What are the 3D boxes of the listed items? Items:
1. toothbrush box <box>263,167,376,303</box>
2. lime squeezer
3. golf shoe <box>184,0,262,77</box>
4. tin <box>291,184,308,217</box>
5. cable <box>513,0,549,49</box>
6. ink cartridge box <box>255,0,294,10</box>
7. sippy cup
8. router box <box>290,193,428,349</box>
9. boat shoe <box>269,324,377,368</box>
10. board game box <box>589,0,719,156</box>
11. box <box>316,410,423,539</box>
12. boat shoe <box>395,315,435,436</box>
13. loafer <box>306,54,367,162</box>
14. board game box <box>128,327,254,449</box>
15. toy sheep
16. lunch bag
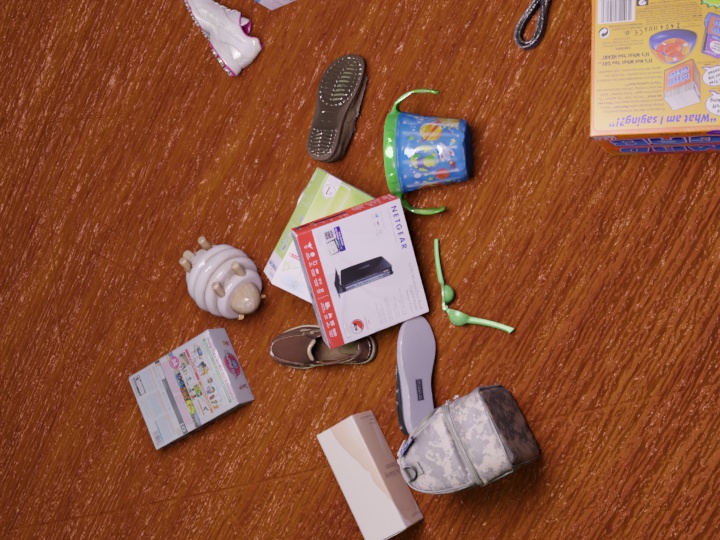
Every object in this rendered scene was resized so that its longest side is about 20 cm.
[{"bbox_3d":[-0.048,-0.046,1.606,0.145,0.086,0.201,27,96,-19],"label":"toothbrush box"},{"bbox_3d":[0.159,0.043,1.582,0.071,0.038,0.200,-44,71,16],"label":"lime squeezer"},{"bbox_3d":[-0.251,-0.451,1.773,0.091,0.075,0.201,-33,77,3],"label":"golf shoe"},{"bbox_3d":[-0.075,-0.062,1.691,0.111,0.042,0.202,20,96,27],"label":"tin"},{"bbox_3d":[0.298,-0.451,1.531,0.097,0.050,0.200,45,104,16],"label":"cable"},{"bbox_3d":[-0.104,-0.530,1.677,0.198,0.116,0.067,-16,82,23],"label":"ink cartridge box"},{"bbox_3d":[0.112,-0.192,1.569,0.129,0.179,0.141,-2,47,13],"label":"sippy cup"},{"bbox_3d":[0.000,0.000,1.559,0.178,0.049,0.202,-21,109,-11],"label":"router box"},{"bbox_3d":[-0.075,0.129,1.662,0.200,0.075,0.076,-7,85,23],"label":"boat shoe"},{"bbox_3d":[0.443,-0.279,1.380,0.198,0.199,0.202,1,88,23],"label":"board game box"},{"bbox_3d":[0.016,0.343,1.605,0.077,0.095,0.201,-31,78,19],"label":"box"},{"bbox_3d":[0.083,0.177,1.598,0.056,0.068,0.203,-16,74,61],"label":"boat shoe"},{"bbox_3d":[-0.040,-0.275,1.670,0.075,0.067,0.202,17,79,20],"label":"loafer"},{"bbox_3d":[-0.310,0.216,1.770,0.199,0.064,0.149,-30,78,21],"label":"board game box"},{"bbox_3d":[-0.248,0.013,1.714,0.200,0.137,0.139,39,103,31],"label":"toy sheep"},{"bbox_3d":[0.160,0.268,1.486,0.167,0.200,0.140,-32,76,18],"label":"lunch bag"}]
